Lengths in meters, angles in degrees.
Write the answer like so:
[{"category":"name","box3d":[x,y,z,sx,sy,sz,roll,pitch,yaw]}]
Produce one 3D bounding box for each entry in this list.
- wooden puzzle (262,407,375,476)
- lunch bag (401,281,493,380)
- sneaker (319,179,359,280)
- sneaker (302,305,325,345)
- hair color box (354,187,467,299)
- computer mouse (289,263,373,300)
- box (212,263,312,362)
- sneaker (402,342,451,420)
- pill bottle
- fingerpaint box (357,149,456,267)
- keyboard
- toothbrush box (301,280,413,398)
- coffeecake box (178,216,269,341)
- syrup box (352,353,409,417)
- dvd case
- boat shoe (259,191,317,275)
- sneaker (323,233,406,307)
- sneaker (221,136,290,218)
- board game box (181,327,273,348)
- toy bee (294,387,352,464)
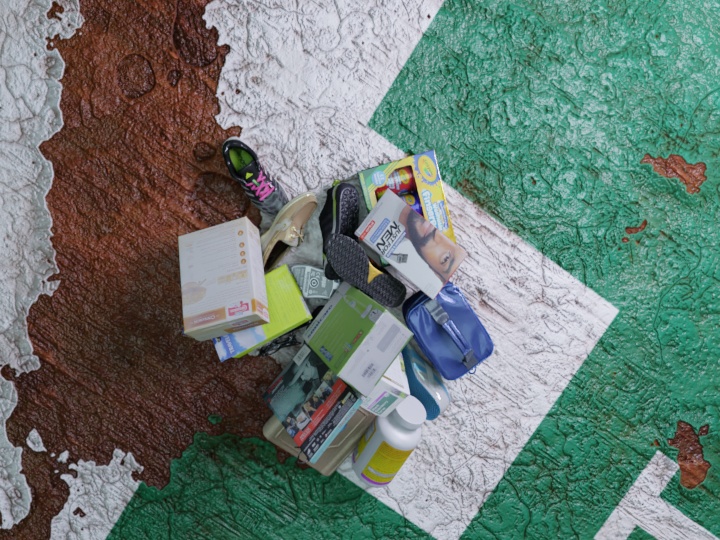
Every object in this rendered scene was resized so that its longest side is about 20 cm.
[{"category":"wooden puzzle","box3d":[-0.084,0.330,1.244,0.185,0.037,0.200,-47,114,4]},{"category":"lunch bag","box3d":[0.182,0.127,1.192,0.135,0.132,0.202,-36,95,4]},{"category":"sneaker","box3d":[-0.049,-0.083,1.192,0.071,0.082,0.205,10,89,-39]},{"category":"sneaker","box3d":[-0.082,0.171,1.234,0.081,0.072,0.204,12,107,-12]},{"category":"hair color box","box3d":[0.098,-0.051,1.114,0.199,0.064,0.112,39,95,6]},{"category":"computer mouse","box3d":[-0.066,0.027,1.225,0.195,0.044,0.113,10,94,-4]},{"category":"box","box3d":[-0.210,0.088,1.166,0.197,0.048,0.124,-27,77,2]},{"category":"sneaker","box3d":[0.118,0.219,1.233,0.076,0.080,0.202,-40,74,33]},{"category":"pill bottle","box3d":[0.062,0.352,1.198,0.103,0.105,0.202,26,122,-3]},{"category":"fingerpaint box","box3d":[0.095,-0.127,1.191,0.163,0.073,0.205,-14,97,2]},{"category":"keyboard","box3d":[-0.195,0.128,1.202,0.196,0.040,0.106,-22,75,4]},{"category":"toothbrush box","box3d":[-0.011,0.124,1.100,0.086,0.199,0.147,40,85,-29]},{"category":"coffeecake box","box3d":[-0.270,0.017,1.130,0.150,0.073,0.204,-14,68,9]},{"category":"syrup box","box3d":[0.032,0.182,1.151,0.081,0.202,0.079,31,117,-26]},{"category":"dvd case","box3d":[-0.097,0.246,1.105,0.147,0.199,0.022,-51,136,-4]},{"category":"boat shoe","box3d":[-0.151,-0.072,1.190,0.200,0.074,0.067,-48,62,14]},{"category":"sneaker","box3d":[0.000,0.000,1.145,0.199,0.090,0.071,38,87,-15]},{"category":"sneaker","box3d":[-0.219,-0.188,1.176,0.073,0.087,0.202,-36,96,4]},{"category":"board game box","box3d":[-0.270,0.077,1.228,0.195,0.046,0.155,10,96,-1]},{"category":"toy bee","box3d":[-0.078,0.272,1.158,0.108,0.197,0.134,31,126,37]}]
